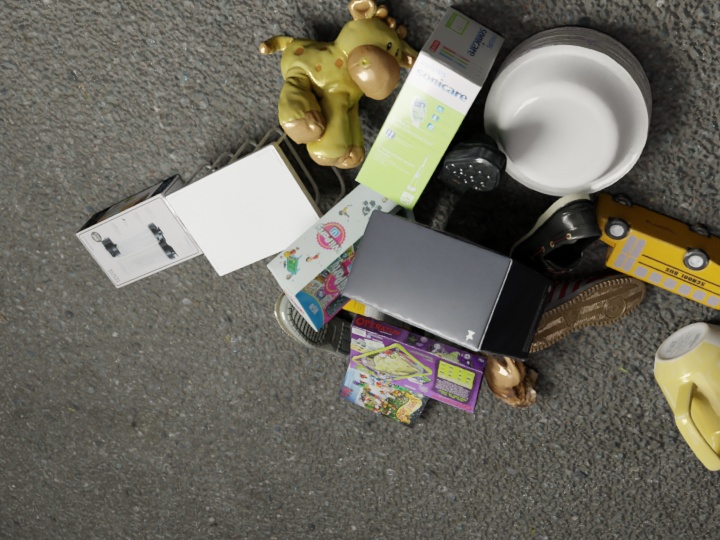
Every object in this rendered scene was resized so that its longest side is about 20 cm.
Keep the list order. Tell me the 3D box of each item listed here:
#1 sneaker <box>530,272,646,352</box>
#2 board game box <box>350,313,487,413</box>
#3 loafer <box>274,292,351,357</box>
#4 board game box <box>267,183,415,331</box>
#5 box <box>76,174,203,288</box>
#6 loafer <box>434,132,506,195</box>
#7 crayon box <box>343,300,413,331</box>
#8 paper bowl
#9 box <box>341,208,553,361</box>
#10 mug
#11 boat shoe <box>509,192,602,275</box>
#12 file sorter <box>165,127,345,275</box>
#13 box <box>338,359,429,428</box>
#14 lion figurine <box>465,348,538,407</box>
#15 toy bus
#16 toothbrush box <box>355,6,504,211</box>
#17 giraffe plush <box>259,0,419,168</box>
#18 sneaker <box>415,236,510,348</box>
[{"bbox_3d":[0.289,0.037,1.345,0.198,0.113,0.072,-21,117,-2],"label":"sneaker"},{"bbox_3d":[0.080,0.135,1.393,0.198,0.032,0.121,19,141,12],"label":"board game box"},{"bbox_3d":[-0.080,0.085,1.469,0.069,0.076,0.200,7,160,31],"label":"loafer"},{"bbox_3d":[-0.018,-0.026,1.294,0.064,0.200,0.148,46,172,22],"label":"board game box"},{"bbox_3d":[-0.336,-0.058,1.515,0.199,0.060,0.117,-20,115,32],"label":"box"},{"bbox_3d":[0.137,-0.136,1.168,0.068,0.201,0.071,31,87,-7],"label":"loafer"},{"bbox_3d":[0.000,0.000,1.431,0.198,0.052,0.127,18,129,8],"label":"crayon box"},{"bbox_3d":[0.248,-0.183,1.168,0.199,0.105,0.202,11,128,15],"label":"paper bowl"},{"bbox_3d":[0.117,0.021,1.228,0.199,0.198,0.124,22,93,27],"label":"box"},{"bbox_3d":[0.478,0.159,1.288,0.149,0.187,0.154,-36,99,9],"label":"mug"},{"bbox_3d":[0.251,-0.026,1.261,0.073,0.064,0.202,-9,158,-18],"label":"boat shoe"},{"bbox_3d":[-0.140,-0.110,1.358,0.199,0.125,0.139,-20,114,31],"label":"file sorter"},{"bbox_3d":[0.048,0.164,1.509,0.135,0.038,0.201,24,144,4],"label":"box"},{"bbox_3d":[0.209,0.143,1.394,0.072,0.200,0.123,-35,76,5],"label":"lion figurine"},{"bbox_3d":[0.390,-0.027,1.250,0.198,0.065,0.079,22,131,5],"label":"toy bus"},{"bbox_3d":[0.086,-0.199,1.192,0.086,0.146,0.201,30,130,-1],"label":"toothbrush box"},{"bbox_3d":[-0.011,-0.249,1.212,0.161,0.172,0.202,-25,79,23],"label":"giraffe plush"},{"bbox_3d":[0.168,0.035,1.387,0.088,0.074,0.200,21,126,-23],"label":"sneaker"}]
